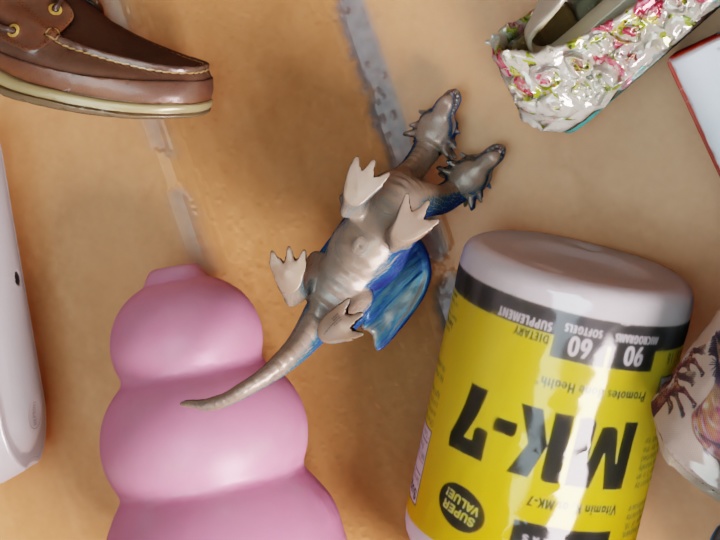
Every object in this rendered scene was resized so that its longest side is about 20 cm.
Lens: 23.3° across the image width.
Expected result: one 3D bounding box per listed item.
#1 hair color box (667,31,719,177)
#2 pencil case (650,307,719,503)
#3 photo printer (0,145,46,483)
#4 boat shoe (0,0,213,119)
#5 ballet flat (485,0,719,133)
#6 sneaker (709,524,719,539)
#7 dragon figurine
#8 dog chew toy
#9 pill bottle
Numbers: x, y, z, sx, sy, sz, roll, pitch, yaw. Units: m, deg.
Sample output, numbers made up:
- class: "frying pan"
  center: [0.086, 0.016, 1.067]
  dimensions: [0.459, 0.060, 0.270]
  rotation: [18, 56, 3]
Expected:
- class: "hair color box"
  center: [0.232, -0.031, 0.821]
  dimensions: [0.101, 0.061, 0.201]
  rotation: [-24, 93, 17]
- class: "pencil case"
  center: [0.210, 0.011, 0.764]
  dimensions: [0.078, 0.089, 0.200]
  rotation: [44, 111, 33]
- class: "photo printer"
  center: [-0.258, 0.028, 0.940]
  dimensions: [0.165, 0.069, 0.201]
  rotation: [-6, 98, 14]
- class: "boat shoe"
  center: [-0.167, -0.125, 0.891]
  dimensions: [0.199, 0.072, 0.068]
  rotation: [17, 105, 12]
- class: "ballet flat"
  center: [0.140, -0.143, 0.813]
  dimensions: [0.200, 0.076, 0.064]
  rotation: [-43, 117, 15]
- class: "sneaker"
  center: [0.246, 0.115, 0.760]
  dimensions: [0.082, 0.199, 0.073]
  rotation: [48, 153, 38]
- class: "dragon figurine"
  center: [0.000, 0.000, 0.852]
  dimensions: [0.059, 0.099, 0.200]
  rotation: [35, 94, 13]
- class: "dog chew toy"
  center: [-0.077, 0.097, 0.889]
  dimensions: [0.124, 0.124, 0.201]
  rotation: [-10, 89, 14]
- class: "pill bottle"
  center: [0.085, 0.090, 0.850]
  dimensions: [0.114, 0.114, 0.201]
  rotation: [13, 103, 10]
